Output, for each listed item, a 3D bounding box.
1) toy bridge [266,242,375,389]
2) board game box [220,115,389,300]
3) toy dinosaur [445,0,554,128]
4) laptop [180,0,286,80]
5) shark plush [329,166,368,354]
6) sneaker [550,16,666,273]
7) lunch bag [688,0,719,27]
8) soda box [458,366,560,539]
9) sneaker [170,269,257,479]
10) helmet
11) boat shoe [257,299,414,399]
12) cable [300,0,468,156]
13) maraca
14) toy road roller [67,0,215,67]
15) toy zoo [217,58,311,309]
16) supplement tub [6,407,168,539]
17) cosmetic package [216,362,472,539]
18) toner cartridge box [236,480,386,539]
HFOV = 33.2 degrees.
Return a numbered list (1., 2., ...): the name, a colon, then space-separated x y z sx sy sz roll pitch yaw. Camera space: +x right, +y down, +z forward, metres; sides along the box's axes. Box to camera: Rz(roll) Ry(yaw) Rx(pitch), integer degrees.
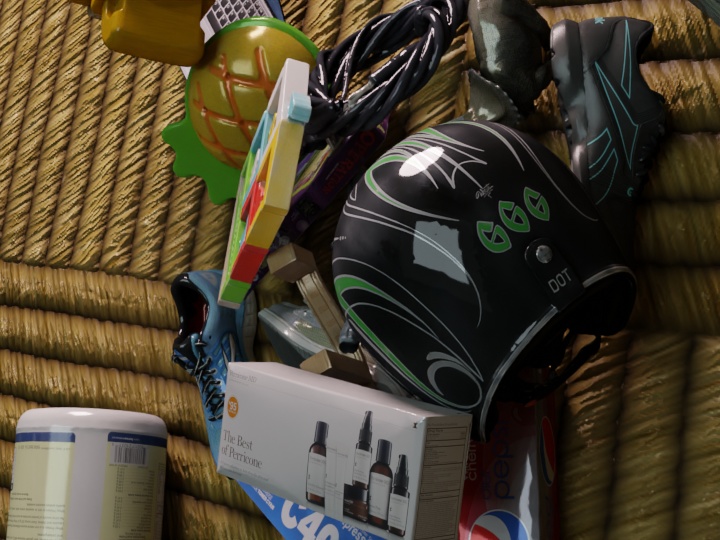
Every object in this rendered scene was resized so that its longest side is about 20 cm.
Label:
1. toy bridge: -0.016 0.077 0.899 0.027 0.067 0.202 -31 63 20
2. board game box: -0.046 -0.072 1.057 0.200 0.032 0.121 -47 19 23
3. toy dinosaur: 0.117 -0.179 0.938 0.076 0.102 0.204 -4 78 39
4. laptop: -0.149 -0.275 1.178 0.200 0.115 0.189 -44 55 23
5. shark plush: 0.000 0.000 0.960 0.090 0.083 0.201 -25 28 41
6. sneaker: 0.187 -0.088 0.876 0.078 0.075 0.204 -8 88 10
7. lunch bag: 0.282 -0.254 0.801 0.200 0.139 0.168 -47 70 22
8. soda box: 0.108 0.167 0.876 0.062 0.070 0.204 -5 75 21
9. sneaker: -0.138 0.092 1.097 0.078 0.089 0.203 -29 63 31
10. helmet: 0.072 -0.005 0.818 0.191 0.199 0.201 46 109 26
11. boat shoe: -0.016 0.069 1.012 0.065 0.075 0.201 -38 31 -22
12. cable: 0.017 -0.176 0.978 0.162 0.051 0.201 -31 20 34
13. maraca: -0.105 -0.143 1.112 0.137 0.107 0.200 38 123 -5
14. toy road roller: -0.193 -0.247 1.091 0.200 0.121 0.149 151 125 -62
15. toy zoo: -0.073 -0.071 0.941 0.200 0.020 0.133 124 156 -58
16. supplement tub: -0.257 0.236 1.128 0.143 0.144 0.204 -7 75 39
17. cosmetic package: -0.018 0.118 0.810 0.198 0.050 0.084 8 91 46
18. toner cartridge box: -0.018 0.175 0.925 0.199 0.043 0.096 36 96 50
